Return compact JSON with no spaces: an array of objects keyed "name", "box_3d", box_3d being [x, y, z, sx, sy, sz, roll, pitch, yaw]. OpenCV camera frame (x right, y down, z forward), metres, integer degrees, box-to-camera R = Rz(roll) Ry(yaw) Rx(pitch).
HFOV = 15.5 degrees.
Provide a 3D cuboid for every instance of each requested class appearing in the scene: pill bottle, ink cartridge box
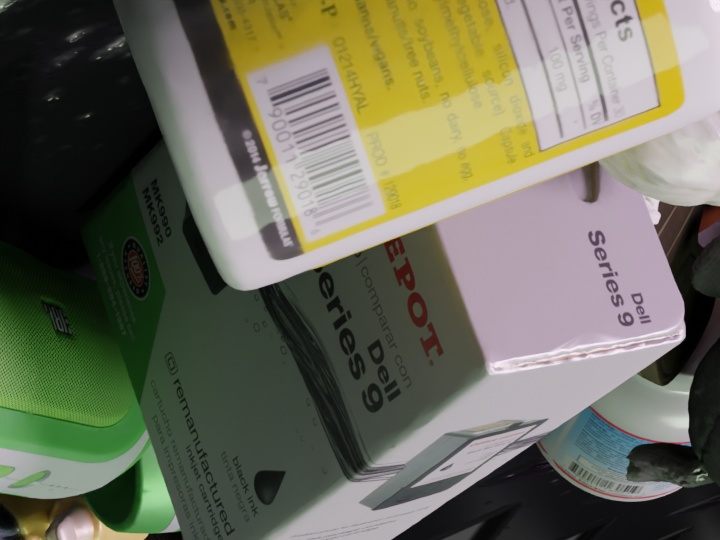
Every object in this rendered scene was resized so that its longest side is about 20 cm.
[{"name":"pill bottle","box_3d":[0.144,0.039,1.271,0.108,0.109,0.200,-18,165,-10]},{"name":"ink cartridge box","box_3d":[0.000,0.000,0.874,0.084,0.146,0.200,-9,160,-35]},{"name":"pill bottle","box_3d":[0.038,-0.078,0.715,0.199,0.112,0.111,-20,165,-2]}]

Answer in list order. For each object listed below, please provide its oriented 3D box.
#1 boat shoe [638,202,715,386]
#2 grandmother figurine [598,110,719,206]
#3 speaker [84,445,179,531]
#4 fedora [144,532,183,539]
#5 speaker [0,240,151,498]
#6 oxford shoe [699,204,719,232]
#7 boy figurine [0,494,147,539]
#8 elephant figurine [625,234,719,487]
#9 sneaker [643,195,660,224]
[{"name":"boat shoe","box_3d":[0.101,-0.018,1.077,0.072,0.068,0.200,-53,157,-23]},{"name":"grandmother figurine","box_3d":[0.134,-0.072,0.836,0.200,0.060,0.122,-33,143,-47]},{"name":"speaker","box_3d":[-0.020,0.051,1.112,0.199,0.089,0.088,-12,163,-29]},{"name":"fedora","box_3d":[-0.156,0.178,1.324,0.090,0.178,0.200,20,156,-21]},{"name":"speaker","box_3d":[-0.138,0.032,0.911,0.088,0.089,0.200,-25,165,14]},{"name":"oxford shoe","box_3d":[0.174,-0.050,1.082,0.071,0.072,0.200,-14,165,-30]},{"name":"boy figurine","box_3d":[-0.137,0.095,1.149,0.199,0.065,0.124,-16,-162,-24]},{"name":"elephant figurine","box_3d":[0.200,0.025,1.063,0.155,0.141,0.200,-59,164,-14]},{"name":"sneaker","box_3d":[0.103,-0.037,0.943,0.199,0.116,0.074,-23,163,3]}]
